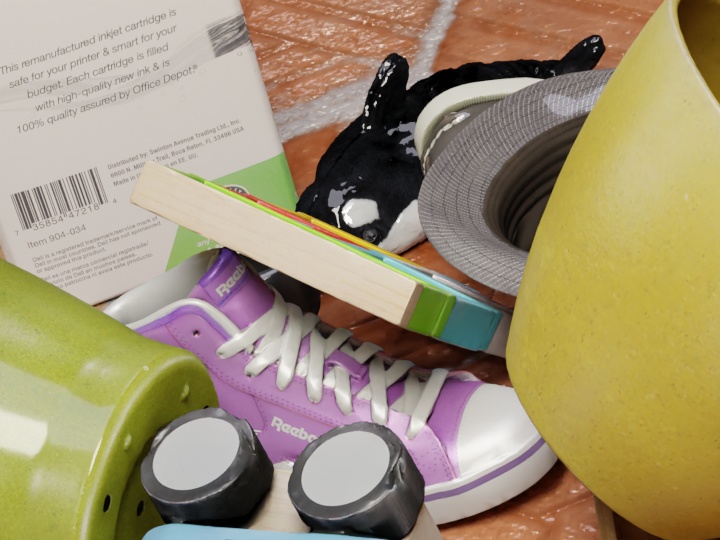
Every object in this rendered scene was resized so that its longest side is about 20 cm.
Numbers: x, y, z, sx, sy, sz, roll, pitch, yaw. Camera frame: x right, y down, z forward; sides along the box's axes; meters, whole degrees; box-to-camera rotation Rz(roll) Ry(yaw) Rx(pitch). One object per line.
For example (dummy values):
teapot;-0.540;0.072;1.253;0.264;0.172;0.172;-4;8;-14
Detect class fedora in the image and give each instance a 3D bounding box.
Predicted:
fedora;0.132;-0.010;1.200;0.199;0.091;0.177;3;37;30

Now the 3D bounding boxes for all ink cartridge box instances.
ink cartridge box;-0.126;-0.096;1.345;0.145;0.201;0.084;-19;32;-5

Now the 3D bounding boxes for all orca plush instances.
orca plush;0.037;-0.074;1.360;0.200;0.071;0.105;-30;34;-21

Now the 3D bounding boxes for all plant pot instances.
plant pot;-0.166;0.076;1.133;0.192;0.201;0.201;13;40;19
plant pot;0.137;0.017;1.024;0.142;0.200;0.200;-46;24;22

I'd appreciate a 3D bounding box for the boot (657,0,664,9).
boot;0.183;-0.140;1.406;0.107;0.075;0.200;6;30;36

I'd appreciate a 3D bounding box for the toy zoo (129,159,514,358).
toy zoo;0.000;0.000;1.194;0.131;0.021;0.200;25;2;21

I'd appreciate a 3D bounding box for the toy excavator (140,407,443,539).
toy excavator;-0.012;0.162;1.018;0.194;0.100;0.200;2;50;27

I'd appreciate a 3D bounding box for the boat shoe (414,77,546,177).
boat shoe;0.128;-0.060;1.296;0.200;0.072;0.061;-11;37;-1

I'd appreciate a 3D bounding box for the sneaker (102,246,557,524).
sneaker;-0.020;0.045;1.165;0.200;0.115;0.073;-1;33;20

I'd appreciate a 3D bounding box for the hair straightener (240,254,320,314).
hair straightener;-0.108;0.046;1.269;0.199;0.041;0.077;-23;32;-11

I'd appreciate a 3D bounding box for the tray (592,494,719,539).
tray;0.143;0.107;1.068;0.098;0.037;0.200;-12;33;6
